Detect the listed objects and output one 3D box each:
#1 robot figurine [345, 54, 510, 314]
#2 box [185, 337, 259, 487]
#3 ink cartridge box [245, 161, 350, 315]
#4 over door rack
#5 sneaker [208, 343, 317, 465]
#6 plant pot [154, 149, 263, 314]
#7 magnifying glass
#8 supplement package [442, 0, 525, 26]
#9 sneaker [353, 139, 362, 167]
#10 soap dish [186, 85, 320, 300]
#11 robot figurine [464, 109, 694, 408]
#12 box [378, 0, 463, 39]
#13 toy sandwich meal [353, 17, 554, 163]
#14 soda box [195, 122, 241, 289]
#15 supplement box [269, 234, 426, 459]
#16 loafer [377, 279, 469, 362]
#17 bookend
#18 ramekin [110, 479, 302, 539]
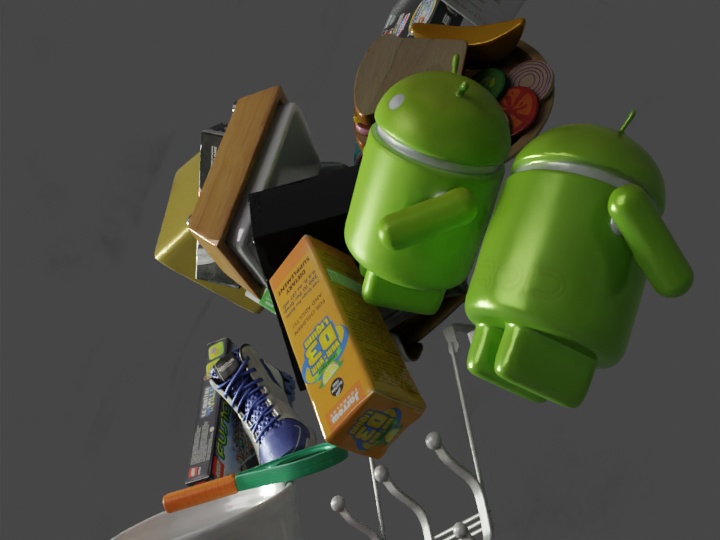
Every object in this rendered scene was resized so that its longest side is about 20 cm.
[{"bbox_3d":[0.054,-0.068,0.631,0.177,0.113,0.204,-93,17,-61],"label":"robot figurine"},{"bbox_3d":[-0.163,0.199,0.968,0.034,0.111,0.203,-18,44,17],"label":"box"},{"bbox_3d":[-0.059,-0.033,1.005,0.204,0.082,0.146,-66,25,-2],"label":"ink cartridge box"},{"bbox_3d":[0.039,0.156,0.656,0.148,0.066,0.203,-42,33,39],"label":"over door rack"},{"bbox_3d":[-0.127,0.158,0.910,0.080,0.115,0.200,-43,28,5],"label":"sneaker"},{"bbox_3d":[-0.163,-0.094,1.161,0.199,0.194,0.197,-36,37,35],"label":"plant pot"},{"bbox_3d":[-0.107,0.212,0.794,0.080,0.195,0.023,61,-170,-86],"label":"magnifying glass"},{"bbox_3d":[0.153,-0.392,0.863,0.202,0.119,0.121,-55,27,21],"label":"supplement package"},{"bbox_3d":[0.057,-0.121,0.858,0.198,0.082,0.124,-10,64,52],"label":"sneaker"},{"bbox_3d":[-0.121,-0.089,0.902,0.158,0.079,0.204,65,-139,-66],"label":"soap dish"},{"bbox_3d":[0.144,-0.011,0.540,0.204,0.114,0.175,-70,13,-11],"label":"robot figurine"},{"bbox_3d":[0.104,-0.386,1.048,0.204,0.044,0.160,-66,24,-1],"label":"box"},{"bbox_3d":[0.088,-0.178,0.749,0.200,0.071,0.209,-10,57,15],"label":"toy sandwich meal"},{"bbox_3d":[-0.172,-0.085,1.010,0.063,0.069,0.205,-52,-29,-65],"label":"soda box"},{"bbox_3d":[-0.017,0.060,0.671,0.067,0.068,0.202,-48,43,19],"label":"supplement box"},{"bbox_3d":[0.030,0.063,0.755,0.202,0.072,0.073,-56,51,24],"label":"loafer"},{"bbox_3d":[0.000,0.000,0.818,0.195,0.202,0.093,-15,34,-2],"label":"bookend"},{"bbox_3d":[-0.146,0.286,0.757,0.199,0.197,0.100,-24,82,54],"label":"ramekin"}]
